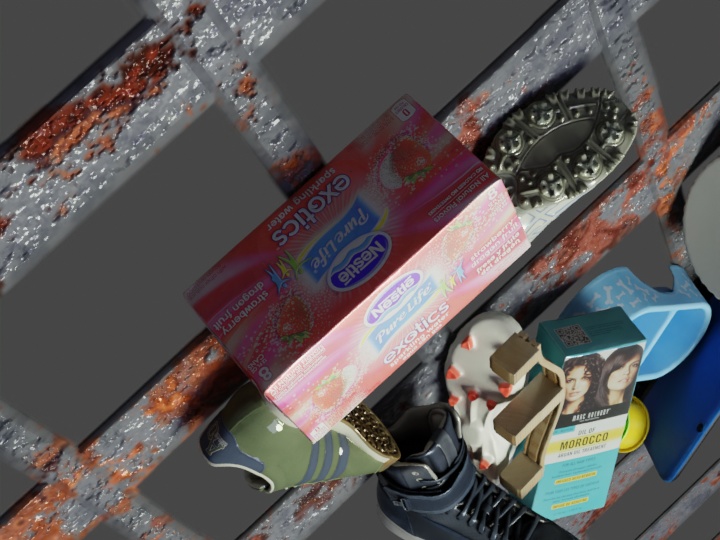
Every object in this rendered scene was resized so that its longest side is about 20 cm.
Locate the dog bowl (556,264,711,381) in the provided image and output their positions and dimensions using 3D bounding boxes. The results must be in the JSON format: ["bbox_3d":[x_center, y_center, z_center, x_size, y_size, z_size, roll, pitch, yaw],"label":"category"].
[{"bbox_3d":[0.256,0.055,1.339,0.199,0.050,0.112,-2,128,-48],"label":"dog bowl"}]

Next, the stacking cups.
[{"bbox_3d":[0.202,0.138,1.376,0.199,0.061,0.061,14,117,-48],"label":"stacking cups"}]

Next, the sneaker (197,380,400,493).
[{"bbox_3d":[-0.049,0.127,1.069,0.090,0.067,0.200,-38,151,10],"label":"sneaker"}]

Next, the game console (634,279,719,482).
[{"bbox_3d":[0.362,0.095,1.440,0.170,0.118,0.201,-3,130,-47],"label":"game console"}]

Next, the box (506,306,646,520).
[{"bbox_3d":[0.187,0.130,1.261,0.082,0.049,0.201,-10,129,-20],"label":"box"}]

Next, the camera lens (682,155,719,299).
[{"bbox_3d":[0.405,-0.050,1.285,0.199,0.160,0.161,-13,137,-40],"label":"camera lens"}]

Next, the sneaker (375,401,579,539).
[{"bbox_3d":[0.097,0.189,1.182,0.077,0.201,0.147,-56,154,-35],"label":"sneaker"}]

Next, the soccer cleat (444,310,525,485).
[{"bbox_3d":[0.109,0.103,1.223,0.078,0.069,0.201,-55,155,-45],"label":"soccer cleat"}]

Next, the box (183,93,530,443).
[{"bbox_3d":[0.000,0.000,0.936,0.200,0.103,0.095,-41,148,-4],"label":"box"}]

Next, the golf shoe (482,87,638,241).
[{"bbox_3d":[0.114,-0.056,1.051,0.200,0.078,0.097,-37,165,-3],"label":"golf shoe"}]

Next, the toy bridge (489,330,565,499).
[{"bbox_3d":[0.139,0.112,1.171,0.067,0.027,0.201,-42,148,-22],"label":"toy bridge"}]
